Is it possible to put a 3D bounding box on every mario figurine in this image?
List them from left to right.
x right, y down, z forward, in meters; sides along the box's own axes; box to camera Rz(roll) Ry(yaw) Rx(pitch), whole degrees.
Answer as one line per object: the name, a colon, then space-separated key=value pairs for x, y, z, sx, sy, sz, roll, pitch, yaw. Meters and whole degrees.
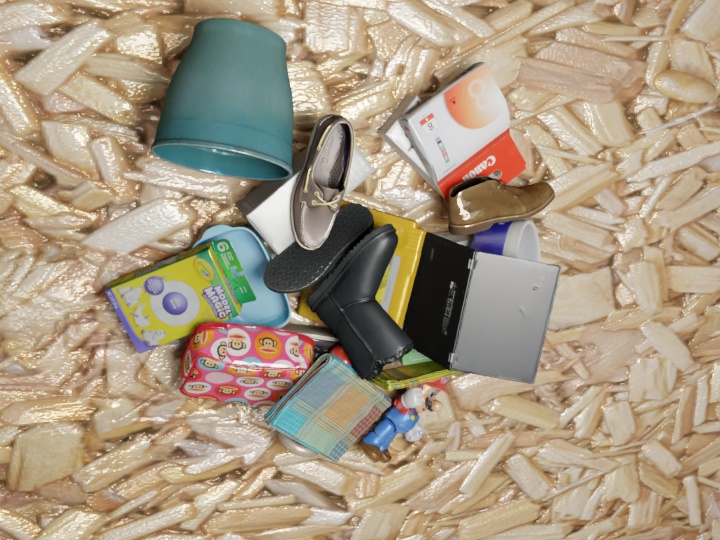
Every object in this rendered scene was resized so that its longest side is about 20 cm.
mario figurine: x=0.090 y=0.253 z=1.366 sx=0.106 sy=0.123 sz=0.200 roll=36 pitch=94 yaw=-10

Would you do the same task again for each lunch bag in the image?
lunch bag: x=-0.180 y=0.159 z=1.244 sx=0.199 sy=0.082 sz=0.176 roll=11 pitch=143 yaw=-21

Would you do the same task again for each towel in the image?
towel: x=-0.045 y=0.220 z=1.250 sx=0.147 sy=0.022 sz=0.200 roll=-46 pitch=136 yaw=1
towel: x=0.110 y=0.161 z=1.311 sx=0.199 sy=0.086 sz=0.018 roll=-9 pitch=102 yaw=-26

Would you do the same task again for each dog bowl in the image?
dog bowl: x=0.241 y=0.016 z=1.313 sx=0.078 sy=0.200 sz=0.202 roll=2 pitch=107 yaw=25

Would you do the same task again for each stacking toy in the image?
stacking toy: x=-0.063 y=0.204 z=1.293 sx=0.085 sy=0.086 sz=0.201 roll=18 pitch=113 yaw=-21

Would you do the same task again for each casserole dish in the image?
casserole dish: x=-0.181 y=0.015 z=1.240 sx=0.120 sy=0.039 sz=0.201 roll=-18 pitch=109 yaw=16

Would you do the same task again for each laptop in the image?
laptop: x=0.180 y=0.055 z=1.231 sx=0.115 sy=0.200 sz=0.189 roll=2 pitch=105 yaw=-36

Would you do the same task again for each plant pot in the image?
plant pot: x=-0.181 y=-0.242 z=1.123 sx=0.199 sy=0.200 sz=0.189 roll=10 pitch=85 yaw=-20

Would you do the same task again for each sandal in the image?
sandal: x=-0.058 y=-0.023 z=1.214 sx=0.200 sy=0.075 sz=0.048 roll=-37 pitch=153 yaw=-17

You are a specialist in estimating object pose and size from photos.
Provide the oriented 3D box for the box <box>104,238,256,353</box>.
box: x=-0.269 y=0.038 z=1.204 sx=0.199 sy=0.048 sz=0.118 roll=-22 pitch=110 yaw=4

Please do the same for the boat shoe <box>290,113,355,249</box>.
boat shoe: x=-0.052 y=-0.124 z=1.143 sx=0.071 sy=0.060 sz=0.201 roll=11 pitch=99 yaw=-21

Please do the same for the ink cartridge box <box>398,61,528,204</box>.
ink cartridge box: x=0.175 y=-0.202 z=1.265 sx=0.162 sy=0.050 sz=0.201 roll=-37 pitch=107 yaw=-10

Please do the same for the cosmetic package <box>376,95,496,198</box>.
cosmetic package: x=0.127 y=-0.189 z=1.304 sx=0.200 sy=0.051 sz=0.083 roll=40 pitch=90 yaw=-22

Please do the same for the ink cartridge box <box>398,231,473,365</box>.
ink cartridge box: x=0.120 y=0.044 z=1.338 sx=0.144 sy=0.088 sz=0.202 roll=-7 pitch=104 yaw=-12

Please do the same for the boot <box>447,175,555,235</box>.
boot: x=0.230 y=-0.120 z=1.282 sx=0.199 sy=0.074 sz=0.076 roll=-18 pitch=112 yaw=-20

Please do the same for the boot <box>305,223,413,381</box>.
boot: x=0.028 y=0.052 z=1.204 sx=0.200 sy=0.076 sz=0.168 roll=-46 pitch=75 yaw=23

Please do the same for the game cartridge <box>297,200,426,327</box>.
game cartridge: x=0.000 y=0.000 z=1.267 sx=0.175 sy=0.032 sz=0.201 roll=16 pitch=101 yaw=17

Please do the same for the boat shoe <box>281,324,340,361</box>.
boat shoe: x=-0.055 y=0.131 z=1.312 sx=0.199 sy=0.073 sz=0.063 roll=10 pitch=97 yaw=-25

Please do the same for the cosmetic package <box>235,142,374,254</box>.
cosmetic package: x=-0.087 y=-0.125 z=1.220 sx=0.200 sy=0.107 sz=0.090 roll=-39 pitch=112 yaw=-8
